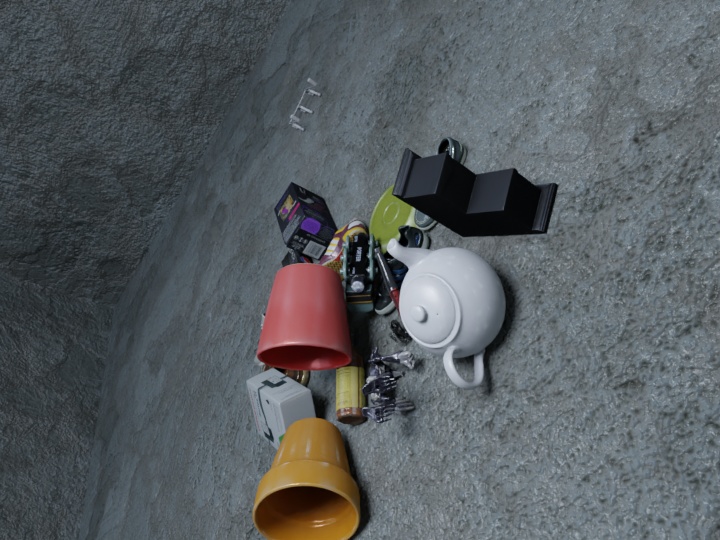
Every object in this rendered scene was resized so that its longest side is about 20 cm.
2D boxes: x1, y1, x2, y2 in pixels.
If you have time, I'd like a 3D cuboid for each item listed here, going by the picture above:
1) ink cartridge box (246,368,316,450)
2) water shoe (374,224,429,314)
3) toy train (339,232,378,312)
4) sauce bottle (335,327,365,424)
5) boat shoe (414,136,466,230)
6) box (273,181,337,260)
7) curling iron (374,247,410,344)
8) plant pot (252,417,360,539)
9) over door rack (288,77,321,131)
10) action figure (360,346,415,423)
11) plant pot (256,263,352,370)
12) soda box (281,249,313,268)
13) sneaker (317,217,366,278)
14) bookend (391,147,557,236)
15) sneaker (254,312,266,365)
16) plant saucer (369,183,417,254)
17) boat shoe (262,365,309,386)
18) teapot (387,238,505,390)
[{"bbox_3d":[-0.180,0.329,1.227,0.199,0.082,0.150,8,112,57],"label":"ink cartridge box"},{"bbox_3d":[0.068,-0.005,1.136,0.202,0.078,0.071,-62,33,7],"label":"water shoe"},{"bbox_3d":[0.000,0.000,1.189,0.201,0.083,0.116,-87,-7,-55],"label":"toy train"},{"bbox_3d":[-0.021,0.222,1.139,0.066,0.065,0.203,-34,42,39],"label":"sauce bottle"},{"bbox_3d":[0.157,-0.186,1.125,0.072,0.061,0.203,26,91,40],"label":"boat shoe"},{"bbox_3d":[-0.157,-0.142,1.508,0.107,0.121,0.201,-52,35,21],"label":"box"},{"bbox_3d":[0.062,0.050,1.076,0.025,0.049,0.204,-28,73,60],"label":"curling iron"},{"bbox_3d":[-0.099,0.402,1.039,0.201,0.198,0.184,-48,22,25],"label":"plant pot"},{"bbox_3d":[-0.195,-0.576,1.872,0.150,0.066,0.200,-64,12,3],"label":"over door rack"},{"bbox_3d":[0.055,0.214,0.999,0.200,0.100,0.122,-39,-54,-80],"label":"action figure"},{"bbox_3d":[-0.109,0.095,1.091,0.199,0.198,0.181,-25,55,45],"label":"plant pot"},{"bbox_3d":[-0.163,0.020,1.470,0.071,0.063,0.201,-51,35,22],"label":"soda box"},{"bbox_3d":[-0.054,-0.043,1.354,0.200,0.074,0.091,-45,30,20],"label":"sneaker"},{"bbox_3d":[0.195,-0.141,0.927,0.197,0.198,0.094,2,71,56],"label":"bookend"},{"bbox_3d":[-0.245,0.166,1.455,0.201,0.091,0.076,-54,4,11],"label":"sneaker"},{"bbox_3d":[0.080,-0.129,1.242,0.199,0.031,0.203,-33,46,41],"label":"plant saucer"},{"bbox_3d":[-0.207,0.261,1.377,0.199,0.067,0.073,-4,67,55],"label":"boat shoe"},{"bbox_3d":[0.136,0.064,0.881,0.198,0.145,0.201,22,112,36],"label":"teapot"}]
